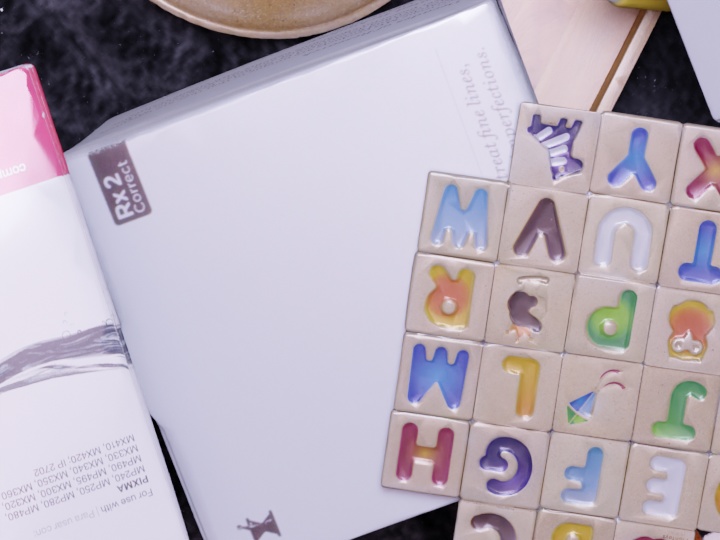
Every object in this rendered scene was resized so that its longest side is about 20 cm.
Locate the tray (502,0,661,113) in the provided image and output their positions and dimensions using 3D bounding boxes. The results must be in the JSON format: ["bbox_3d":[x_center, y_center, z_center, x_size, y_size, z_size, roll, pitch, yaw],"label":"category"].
[{"bbox_3d":[0.096,-0.143,1.075,0.098,0.037,0.201,27,90,-2],"label":"tray"}]

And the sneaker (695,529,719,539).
[{"bbox_3d":[0.186,0.070,1.056,0.199,0.070,0.090,-27,110,2],"label":"sneaker"}]

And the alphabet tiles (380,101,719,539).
[{"bbox_3d":[0.099,0.036,0.940,0.165,0.006,0.201,8,101,-1],"label":"alphabet tiles"}]

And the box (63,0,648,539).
[{"bbox_3d":[0.000,0.000,1.007,0.199,0.131,0.200,-20,100,7],"label":"box"}]

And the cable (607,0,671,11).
[{"bbox_3d":[0.184,-0.142,1.059,0.199,0.050,0.098,21,75,-30],"label":"cable"}]

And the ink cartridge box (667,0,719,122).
[{"bbox_3d":[0.216,-0.167,1.003,0.199,0.084,0.147,-24,93,-38],"label":"ink cartridge box"}]

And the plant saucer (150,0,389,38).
[{"bbox_3d":[-0.043,-0.207,1.043,0.199,0.035,0.201,5,112,12],"label":"plant saucer"}]

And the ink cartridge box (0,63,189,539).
[{"bbox_3d":[-0.148,0.026,0.945,0.084,0.145,0.201,-19,96,-12],"label":"ink cartridge box"}]
